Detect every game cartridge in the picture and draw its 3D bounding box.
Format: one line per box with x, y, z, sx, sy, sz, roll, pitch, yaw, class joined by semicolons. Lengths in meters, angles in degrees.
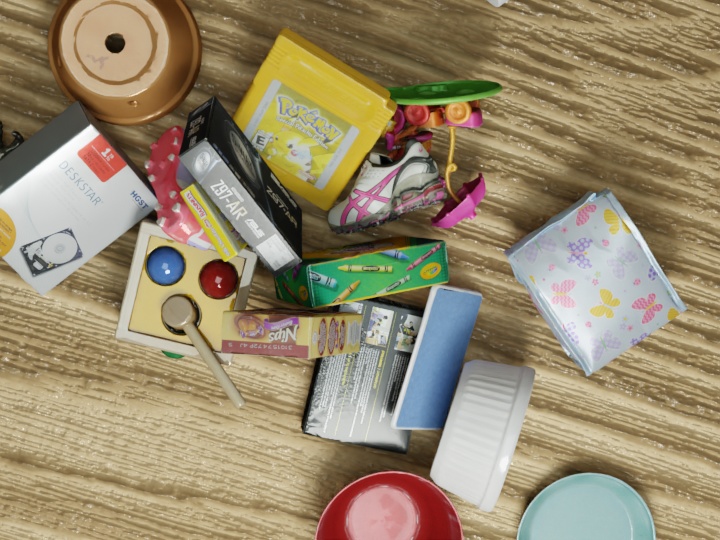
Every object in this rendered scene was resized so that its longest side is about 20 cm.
-0.070;-0.191;1.619;0.176;0.032;0.200;30;131;-7;game cartridge

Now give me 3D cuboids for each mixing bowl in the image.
0.034;0.358;1.707;0.199;0.108;0.201;0;96;-4;mixing bowl

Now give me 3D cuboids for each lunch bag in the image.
0.309;0.007;1.683;0.169;0.127;0.200;-36;108;2;lunch bag

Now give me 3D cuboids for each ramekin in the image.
0.159;0.211;1.662;0.094;0.202;0.203;18;95;5;ramekin

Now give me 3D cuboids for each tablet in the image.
0.103;0.119;1.689;0.014;0.130;0.201;20;95;35;tablet

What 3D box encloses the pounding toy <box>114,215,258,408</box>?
-0.216;0.051;1.634;0.183;0.142;0.201;14;95;-6;pounding toy

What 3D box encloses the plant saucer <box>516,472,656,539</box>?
0.315;0.379;1.769;0.199;0.036;0.201;0;96;-4;plant saucer

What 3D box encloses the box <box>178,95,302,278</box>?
-0.147;-0.107;1.584;0.043;0.160;0.200;-32;113;13;box

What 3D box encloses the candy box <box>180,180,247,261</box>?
-0.170;-0.080;1.595;0.026;0.200;0.102;-29;98;12;candy box

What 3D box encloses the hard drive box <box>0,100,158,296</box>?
-0.385;-0.091;1.605;0.200;0.077;0.156;-38;129;0;hard drive box

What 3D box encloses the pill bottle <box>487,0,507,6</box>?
0.231;-0.442;1.628;0.200;0.116;0.116;-37;98;1;pill bottle

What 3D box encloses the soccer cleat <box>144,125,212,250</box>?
-0.229;-0.107;1.612;0.067;0.200;0.076;-35;131;19;soccer cleat

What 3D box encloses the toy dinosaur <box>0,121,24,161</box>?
-0.492;-0.143;1.634;0.199;0.077;0.103;8;115;-19;toy dinosaur

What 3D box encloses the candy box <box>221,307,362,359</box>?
-0.082;0.077;1.576;0.116;0.200;0.057;3;92;17;candy box

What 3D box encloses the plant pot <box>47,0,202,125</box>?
-0.303;-0.284;1.590;0.199;0.140;0.201;-1;96;-6;plant pot

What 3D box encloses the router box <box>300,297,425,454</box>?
0.012;0.138;1.708;0.148;0.051;0.201;13;95;-8;router box

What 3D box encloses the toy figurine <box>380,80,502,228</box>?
0.092;-0.148;1.656;0.199;0.150;0.185;0;107;17;toy figurine

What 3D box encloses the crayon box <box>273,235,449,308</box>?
0.000;0.000;1.627;0.199;0.119;0.059;-11;99;-25;crayon box

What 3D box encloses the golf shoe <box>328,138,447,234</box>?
0.027;-0.107;1.635;0.072;0.200;0.092;-17;86;-47;golf shoe
